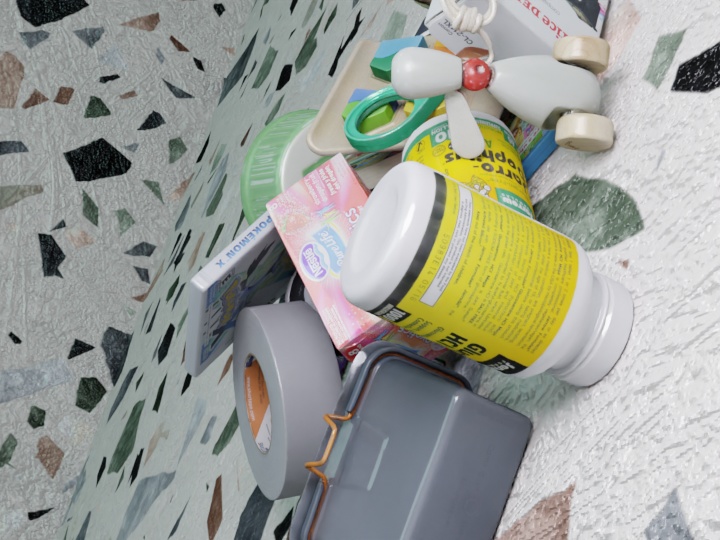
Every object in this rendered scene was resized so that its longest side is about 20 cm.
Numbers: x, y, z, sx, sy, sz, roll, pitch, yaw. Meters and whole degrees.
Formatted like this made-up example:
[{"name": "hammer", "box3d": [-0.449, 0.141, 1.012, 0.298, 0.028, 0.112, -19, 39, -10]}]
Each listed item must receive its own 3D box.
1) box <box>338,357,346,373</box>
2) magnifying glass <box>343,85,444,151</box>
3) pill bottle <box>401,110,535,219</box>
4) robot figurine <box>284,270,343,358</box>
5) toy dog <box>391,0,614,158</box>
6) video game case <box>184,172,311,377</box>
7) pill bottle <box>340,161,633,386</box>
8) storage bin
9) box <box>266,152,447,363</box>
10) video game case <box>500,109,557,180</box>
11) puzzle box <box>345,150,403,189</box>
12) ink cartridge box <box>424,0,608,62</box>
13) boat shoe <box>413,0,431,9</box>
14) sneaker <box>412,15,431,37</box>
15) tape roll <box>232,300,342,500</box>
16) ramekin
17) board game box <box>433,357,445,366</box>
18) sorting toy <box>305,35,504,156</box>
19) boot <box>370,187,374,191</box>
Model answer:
[{"name": "box", "box3d": [-0.051, 0.070, 1.455, 0.138, 0.039, 0.200, -69, 17, -8]}, {"name": "magnifying glass", "box3d": [0.071, -0.182, 1.118, 0.199, 0.022, 0.080, -33, 39, -5]}, {"name": "pill bottle", "box3d": [0.100, -0.041, 1.017, 0.113, 0.112, 0.201, -52, 29, 38]}, {"name": "robot figurine", "box3d": [-0.007, 0.033, 1.242, 0.200, 0.150, 0.125, -14, 95, 68]}, {"name": "toy dog", "box3d": [0.126, -0.157, 0.988, 0.132, 0.199, 0.096, -65, 3, -13]}, {"name": "video game case", "box3d": [-0.116, 0.009, 1.211, 0.182, 0.022, 0.200, -45, -14, -29]}, {"name": "pill bottle", "box3d": [0.095, 0.010, 0.834, 0.113, 0.199, 0.113, -55, 20, 31]}, {"name": "storage bin", "box3d": [0.041, 0.166, 0.919, 0.134, 0.145, 0.201, 5, 71, 61]}, {"name": "box", "box3d": [0.000, 0.000, 1.081, 0.094, 0.103, 0.200, -34, 52, 6]}, {"name": "video game case", "box3d": [0.165, -0.164, 1.162, 0.143, 0.018, 0.201, -51, 23, 39]}, {"name": "puzzle box", "box3d": [0.031, -0.125, 1.253, 0.200, 0.025, 0.133, -18, 19, 49]}, {"name": "ink cartridge box", "box3d": [0.161, -0.278, 1.079, 0.083, 0.145, 0.201, -23, 41, 50]}, {"name": "boat shoe", "box3d": [0.114, -0.305, 1.225, 0.202, 0.075, 0.075, 17, 90, 45]}, {"name": "sneaker", "box3d": [0.092, -0.241, 1.342, 0.130, 0.079, 0.199, -52, -13, 7]}, {"name": "tape roll", "box3d": [-0.078, 0.135, 1.190, 0.200, 0.066, 0.202, 174, 90, -70]}, {"name": "ramekin", "box3d": [-0.039, -0.103, 1.398, 0.098, 0.199, 0.201, -1, 66, 62]}, {"name": "board game box", "box3d": [0.022, 0.176, 1.134, 0.200, 0.023, 0.105, -49, 22, 44]}, {"name": "sorting toy", "box3d": [0.058, -0.192, 1.177, 0.199, 0.037, 0.186, 3, 48, 28]}, {"name": "boot", "box3d": [0.061, -0.090, 1.258, 0.175, 0.066, 0.200, -38, 12, -36]}]
